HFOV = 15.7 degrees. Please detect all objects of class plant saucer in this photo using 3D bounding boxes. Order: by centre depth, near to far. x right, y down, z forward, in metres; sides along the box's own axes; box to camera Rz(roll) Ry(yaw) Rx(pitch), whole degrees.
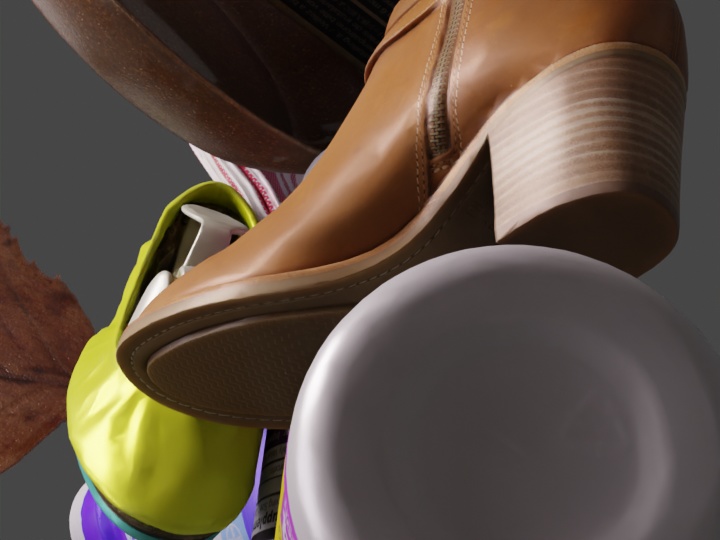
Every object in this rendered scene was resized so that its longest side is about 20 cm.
[{"bbox_3d":[-0.071,-0.102,0.958,0.037,0.200,0.200,-44,15,18],"label":"plant saucer"}]

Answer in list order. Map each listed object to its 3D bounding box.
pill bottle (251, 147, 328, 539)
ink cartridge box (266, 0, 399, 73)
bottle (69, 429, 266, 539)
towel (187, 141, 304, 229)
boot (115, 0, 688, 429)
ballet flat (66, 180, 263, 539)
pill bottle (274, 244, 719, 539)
[{"bbox_3d":[0.024,0.059,0.874,0.112,0.112,0.200,101,176,-72],"label":"pill bottle"},{"bbox_3d":[0.022,-0.169,1.035,0.075,0.165,0.200,-31,36,35],"label":"ink cartridge box"},{"bbox_3d":[-0.053,0.086,1.007,0.200,0.065,0.084,-22,67,58],"label":"bottle"},{"bbox_3d":[0.000,0.000,1.057,0.146,0.030,0.200,55,-172,30],"label":"towel"},{"bbox_3d":[0.014,-0.041,0.818,0.074,0.200,0.155,47,-147,-42],"label":"boot"},{"bbox_3d":[-0.060,0.021,0.893,0.200,0.067,0.067,-90,19,-68],"label":"ballet flat"},{"bbox_3d":[0.029,0.077,0.649,0.200,0.104,0.104,99,179,-66],"label":"pill bottle"}]
